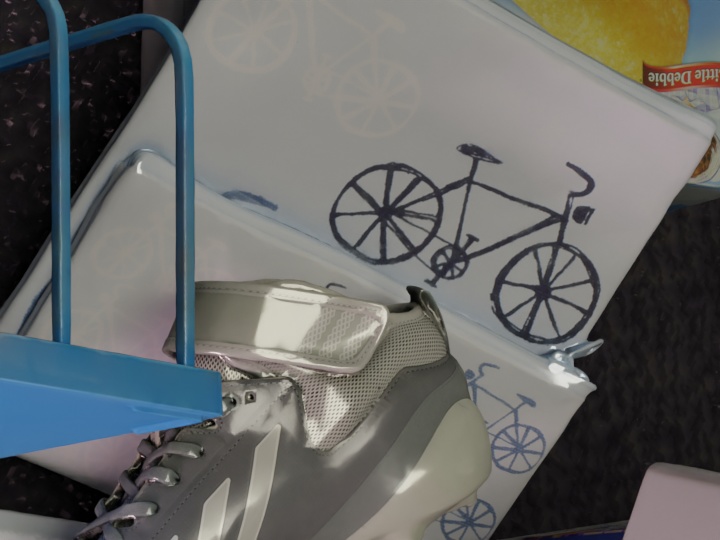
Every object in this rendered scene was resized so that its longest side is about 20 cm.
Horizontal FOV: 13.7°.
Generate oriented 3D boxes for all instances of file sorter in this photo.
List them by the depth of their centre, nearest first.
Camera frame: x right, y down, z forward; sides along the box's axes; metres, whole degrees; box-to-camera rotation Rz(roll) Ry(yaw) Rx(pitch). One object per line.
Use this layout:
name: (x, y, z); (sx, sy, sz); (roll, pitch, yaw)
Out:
file sorter: (-0.157, -0.020, 0.802); (0.200, 0.139, 0.123); (12, 71, -47)

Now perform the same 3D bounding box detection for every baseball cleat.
baseball cleat: (-0.056, 0.064, 0.882); (0.200, 0.070, 0.107); (-26, 102, -30)

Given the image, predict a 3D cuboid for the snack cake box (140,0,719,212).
snack cake box: (0.029, -0.086, 0.993); (0.200, 0.067, 0.115); (6, 79, -30)

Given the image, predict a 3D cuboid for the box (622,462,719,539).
box: (0.135, 0.176, 0.851); (0.152, 0.106, 0.200); (25, 80, -32)

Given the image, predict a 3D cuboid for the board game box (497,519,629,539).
board game box: (0.166, 0.098, 1.011); (0.200, 0.134, 0.045); (-5, 86, -32)

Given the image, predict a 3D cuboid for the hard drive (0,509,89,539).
hard drive: (-0.134, 0.134, 0.886); (0.200, 0.026, 0.132); (12, 77, -30)

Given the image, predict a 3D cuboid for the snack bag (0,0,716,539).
snack bag: (0.000, 0.000, 0.931); (0.188, 0.021, 0.200); (27, 102, -27)
